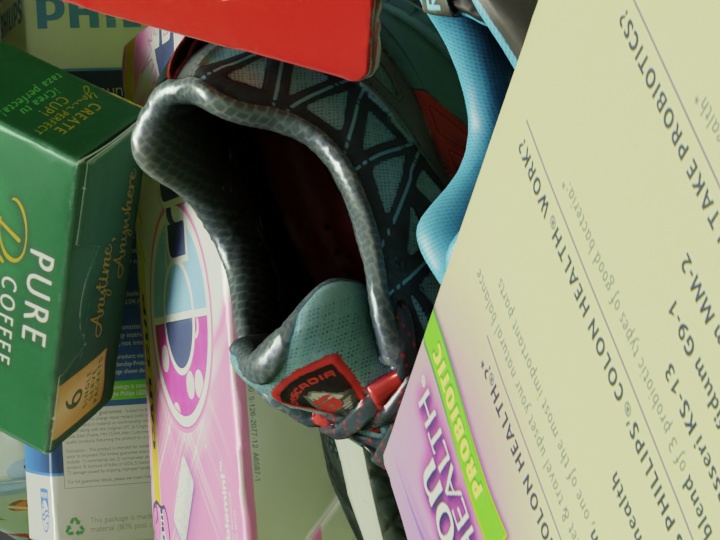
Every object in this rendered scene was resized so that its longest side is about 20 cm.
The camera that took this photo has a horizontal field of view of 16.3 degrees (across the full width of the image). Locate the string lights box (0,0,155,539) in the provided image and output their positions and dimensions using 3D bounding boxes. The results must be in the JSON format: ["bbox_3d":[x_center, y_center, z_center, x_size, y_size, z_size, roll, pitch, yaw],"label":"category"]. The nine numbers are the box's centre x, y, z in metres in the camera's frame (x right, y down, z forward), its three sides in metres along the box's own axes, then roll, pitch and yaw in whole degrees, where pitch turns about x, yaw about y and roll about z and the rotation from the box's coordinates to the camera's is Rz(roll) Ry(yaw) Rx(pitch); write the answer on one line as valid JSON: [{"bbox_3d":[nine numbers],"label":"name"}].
[{"bbox_3d":[-0.073,-0.004,0.917,0.059,0.102,0.201,170,97,-73],"label":"string lights box"}]

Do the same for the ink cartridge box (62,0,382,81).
[{"bbox_3d":[-0.030,-0.152,0.552,0.067,0.116,0.201,-58,-20,-48],"label":"ink cartridge box"}]

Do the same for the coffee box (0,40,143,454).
[{"bbox_3d":[-0.166,-0.034,0.835,0.199,0.044,0.123,24,127,20],"label":"coffee box"}]

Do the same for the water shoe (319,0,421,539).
[{"bbox_3d":[0.000,0.000,0.710,0.079,0.071,0.201,-167,66,-73],"label":"water shoe"}]

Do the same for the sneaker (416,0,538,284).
[{"bbox_3d":[0.055,-0.085,0.546,0.073,0.082,0.201,-161,70,-72],"label":"sneaker"}]

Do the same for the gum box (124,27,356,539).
[{"bbox_3d":[-0.028,0.004,0.814,0.113,0.066,0.201,168,98,-71],"label":"gum box"}]

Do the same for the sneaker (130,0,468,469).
[{"bbox_3d":[0.010,0.027,0.599,0.079,0.095,0.200,-44,73,39],"label":"sneaker"}]

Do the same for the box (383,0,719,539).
[{"bbox_3d":[0.089,0.039,0.439,0.200,0.096,0.176,108,152,-46],"label":"box"}]

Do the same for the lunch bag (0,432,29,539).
[{"bbox_3d":[-0.157,0.032,1.149,0.200,0.075,0.161,74,-172,-71],"label":"lunch bag"}]
